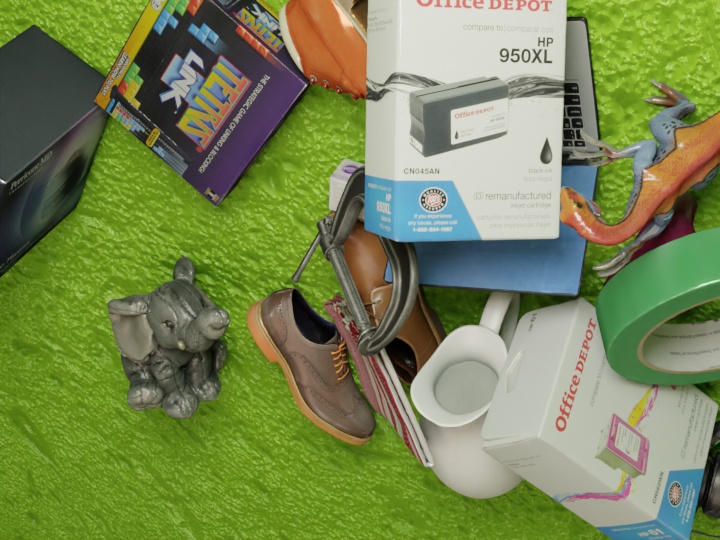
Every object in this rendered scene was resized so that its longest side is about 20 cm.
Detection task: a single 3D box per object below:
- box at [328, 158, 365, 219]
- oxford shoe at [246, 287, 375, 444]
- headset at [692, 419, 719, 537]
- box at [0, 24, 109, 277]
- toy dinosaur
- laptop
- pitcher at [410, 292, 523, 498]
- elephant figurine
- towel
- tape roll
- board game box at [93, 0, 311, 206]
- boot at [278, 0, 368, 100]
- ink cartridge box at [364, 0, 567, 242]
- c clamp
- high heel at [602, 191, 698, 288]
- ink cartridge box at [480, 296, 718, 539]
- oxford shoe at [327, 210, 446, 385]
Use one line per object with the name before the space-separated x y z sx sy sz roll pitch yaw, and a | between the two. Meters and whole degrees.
box | 0.066 -0.057 1.123 0.197 0.039 0.042 17 130 17
oxford shoe | -0.040 0.107 1.289 0.072 0.072 0.201 -30 107 36
headset | 0.363 0.230 1.141 0.122 0.094 0.202 31 122 5
box | -0.370 -0.108 1.215 0.122 0.201 0.199 34 134 1
toy dinosaur | 0.230 -0.087 0.907 0.105 0.182 0.200 46 129 -5
laptop | 0.104 -0.099 1.017 0.184 0.116 0.202 4 126 26
pitcher | 0.126 0.124 1.173 0.120 0.173 0.201 21 154 26
elephant figurine | -0.206 0.055 1.303 0.152 0.143 0.202 11 137 2
towel | 0.016 0.108 1.185 0.022 0.200 0.146 -26 104 -6
tape roll | 0.298 0.033 0.981 0.197 0.049 0.201 -6 150 -4
board game box | -0.148 -0.182 1.135 0.165 0.057 0.200 41 134 -3
boot | 0.002 -0.176 1.024 0.107 0.075 0.202 -37 80 42
ink cartridge box | 0.082 -0.128 0.932 0.142 0.084 0.204 -2 98 -16
c clamp | 0.000 0.000 1.081 0.027 0.201 0.173 7 124 -28
high heel | 0.249 0.029 1.047 0.067 0.096 0.202 27 133 7
ink cartridge box | 0.221 0.141 1.076 0.199 0.146 0.084 34 150 -21
oxford shoe | 0.021 0.028 1.193 0.071 0.071 0.201 -19 112 39
